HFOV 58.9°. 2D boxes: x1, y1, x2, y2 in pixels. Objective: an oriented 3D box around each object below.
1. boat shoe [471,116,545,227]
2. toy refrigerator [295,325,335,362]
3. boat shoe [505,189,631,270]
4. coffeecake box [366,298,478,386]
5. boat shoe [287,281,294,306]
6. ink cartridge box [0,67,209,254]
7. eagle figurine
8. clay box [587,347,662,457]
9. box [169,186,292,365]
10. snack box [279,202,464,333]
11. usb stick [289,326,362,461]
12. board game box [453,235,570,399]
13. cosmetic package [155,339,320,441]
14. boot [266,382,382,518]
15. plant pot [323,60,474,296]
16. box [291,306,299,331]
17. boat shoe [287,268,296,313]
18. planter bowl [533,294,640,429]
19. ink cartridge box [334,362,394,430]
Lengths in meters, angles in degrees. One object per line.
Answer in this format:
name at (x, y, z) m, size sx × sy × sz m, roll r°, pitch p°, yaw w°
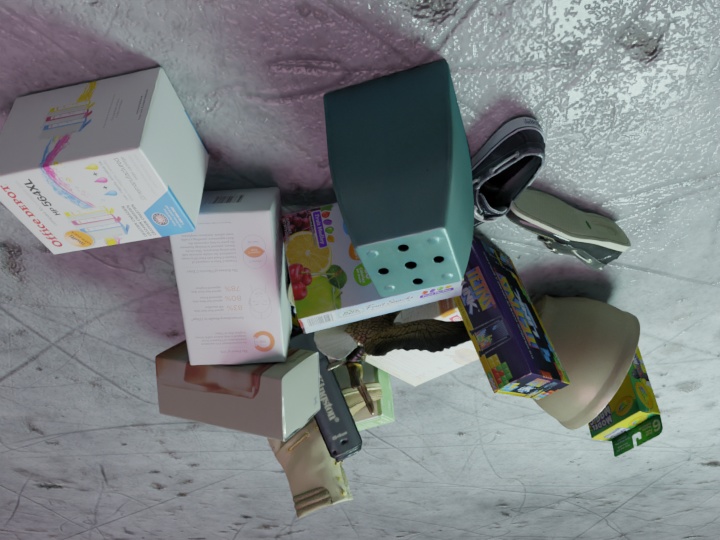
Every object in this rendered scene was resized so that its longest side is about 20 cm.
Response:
boat shoe at (0.154, -0.092, 0.775) m, size 0.071 × 0.068 × 0.200 m, roll 17°, pitch 140°, yaw -23°
toy refrigerator at (-0.075, 0.119, 1.040) m, size 0.069 × 0.077 × 0.200 m, roll 19°, pitch 138°, yaw -24°
boat shoe at (0.262, -0.048, 0.834) m, size 0.198 × 0.072 × 0.068 m, roll 17°, pitch 135°, yaw -25°
coffeecake box at (0.115, 0.099, 1.021) m, size 0.199 × 0.074 × 0.153 m, roll -30°, pitch 135°, yaw 32°
boat shoe at (0.000, 0.000, 0.830) m, size 0.199 × 0.069 × 0.074 m, roll -31°, pitch 130°, yaw -6°
ink cartridge box at (-0.286, -0.111, 0.689) m, size 0.197 × 0.126 × 0.129 m, roll -9°, pitch 143°, yaw 10°
eagle figurine at (0.046, 0.072, 0.884) m, size 0.200 × 0.151 × 0.152 m, roll -39°, pitch 101°, yaw 22°
clay box at (0.412, 0.187, 1.041) m, size 0.047 × 0.202 × 0.115 m, roll 13°, pitch 140°, yaw -18°
box at (-0.158, 0.007, 0.803) m, size 0.123 × 0.098 × 0.202 m, roll -2°, pitch 113°, yaw 0°
snack box at (0.010, -0.019, 0.776) m, size 0.198 × 0.144 × 0.053 m, roll -13°, pitch 155°, yaw -1°
usb stick at (-0.055, 0.179, 0.938) m, size 0.055 × 0.202 × 0.033 m, roll -23°, pitch 179°, yaw -19°
board game box at (0.187, 0.062, 0.835) m, size 0.056 × 0.202 × 0.165 m, roll -31°, pitch 153°, yaw 22°
cosmetic package at (-0.163, 0.150, 0.851) m, size 0.198 × 0.103 × 0.088 m, roll 5°, pitch 104°, yaw 22°
boot at (-0.034, 0.274, 0.986) m, size 0.198 × 0.157 × 0.073 m, roll -24°, pitch 159°, yaw -3°
plant pot at (0.047, -0.086, 0.671) m, size 0.140 × 0.202 × 0.142 m, roll -12°, pitch 141°, yaw 14°
box at (-0.179, 0.089, 1.002) m, size 0.064 × 0.071 × 0.199 m, roll 29°, pitch 134°, yaw -33°
boat shoe at (-0.084, 0.020, 0.901) m, size 0.197 × 0.068 × 0.074 m, roll 18°, pitch 106°, yaw -16°
planter bowl at (0.311, 0.121, 0.983) m, size 0.134 × 0.201 × 0.201 m, roll 30°, pitch 140°, yaw 4°
ink cartridge box at (-0.043, 0.208, 1.099) m, size 0.198 × 0.147 × 0.048 m, roll -22°, pitch 146°, yaw 26°
